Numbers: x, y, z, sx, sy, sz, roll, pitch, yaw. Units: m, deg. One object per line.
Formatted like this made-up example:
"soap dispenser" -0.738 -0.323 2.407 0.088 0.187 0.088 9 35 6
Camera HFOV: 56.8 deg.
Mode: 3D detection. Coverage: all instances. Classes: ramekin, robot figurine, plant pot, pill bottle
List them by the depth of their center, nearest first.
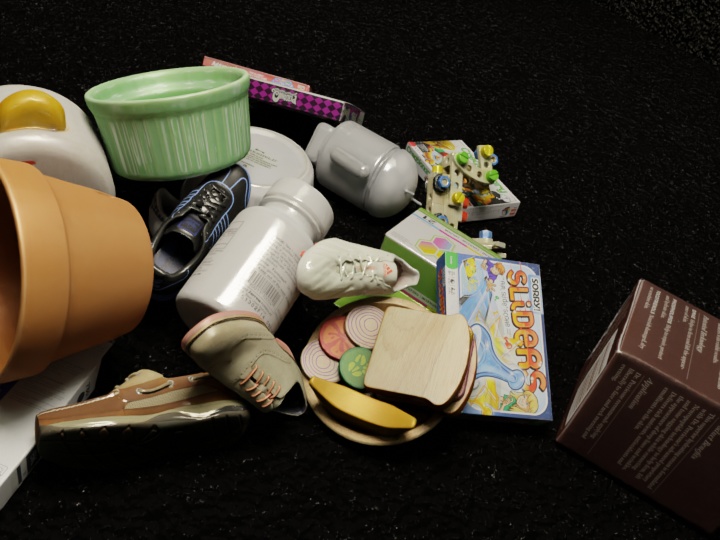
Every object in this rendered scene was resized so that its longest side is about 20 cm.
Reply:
"plant pot" -0.293 -0.002 0.637 0.139 0.202 0.200 -3 40 -48
"pill bottle" -0.115 -0.008 0.779 0.113 0.115 0.201 25 59 10
"ramekin" -0.230 -0.185 0.832 0.196 0.099 0.201 -4 27 2
"ramekin" -0.158 -0.128 0.965 0.199 0.095 0.204 11 39 -9
"robot figurine" 0.008 -0.159 1.051 0.198 0.114 0.169 32 14 16

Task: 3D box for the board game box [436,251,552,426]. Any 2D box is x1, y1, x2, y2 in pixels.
"board game box" 0.162 0.083 0.823 0.133 0.035 0.203 7 66 -13

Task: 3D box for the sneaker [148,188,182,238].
"sneaker" -0.184 -0.035 0.857 0.197 0.081 0.077 21 37 1

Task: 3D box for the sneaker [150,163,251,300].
"sneaker" -0.186 -0.056 0.782 0.070 0.078 0.202 31 65 -7

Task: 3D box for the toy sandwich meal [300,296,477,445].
"toy sandwich meal" 0.029 0.100 0.741 0.201 0.071 0.208 -2 55 3

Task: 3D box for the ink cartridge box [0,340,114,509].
"ink cartridge box" -0.330 0.128 0.639 0.098 0.040 0.201 21 40 3

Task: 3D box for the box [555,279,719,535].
"box" 0.367 0.154 0.780 0.198 0.168 0.164 30 39 14

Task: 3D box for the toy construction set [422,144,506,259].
"toy construction set" 0.164 -0.102 1.044 0.129 0.092 0.203 7 68 -23

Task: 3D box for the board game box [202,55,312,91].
"board game box" -0.190 -0.363 1.257 0.197 0.020 0.103 15 11 -4

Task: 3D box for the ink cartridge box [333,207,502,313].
"ink cartridge box" 0.082 0.014 0.906 0.147 0.076 0.199 33 40 18

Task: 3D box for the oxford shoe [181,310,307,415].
"oxford shoe" -0.102 0.097 0.664 0.074 0.071 0.200 51 5 28

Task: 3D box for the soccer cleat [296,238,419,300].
"soccer cleat" 0.000 0.000 0.788 0.077 0.071 0.199 11 7 31

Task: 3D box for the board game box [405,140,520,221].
"board game box" 0.177 -0.163 1.187 0.125 0.035 0.201 -8 46 -29

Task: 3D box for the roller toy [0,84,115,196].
"roller toy" -0.383 -0.105 0.774 0.182 0.199 0.140 43 11 -52

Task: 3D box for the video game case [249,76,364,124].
"video game case" -0.104 -0.292 1.153 0.197 0.036 0.181 17 11 8

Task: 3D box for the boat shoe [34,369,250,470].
"boat shoe" -0.208 0.139 0.647 0.197 0.076 0.074 2 43 -34
